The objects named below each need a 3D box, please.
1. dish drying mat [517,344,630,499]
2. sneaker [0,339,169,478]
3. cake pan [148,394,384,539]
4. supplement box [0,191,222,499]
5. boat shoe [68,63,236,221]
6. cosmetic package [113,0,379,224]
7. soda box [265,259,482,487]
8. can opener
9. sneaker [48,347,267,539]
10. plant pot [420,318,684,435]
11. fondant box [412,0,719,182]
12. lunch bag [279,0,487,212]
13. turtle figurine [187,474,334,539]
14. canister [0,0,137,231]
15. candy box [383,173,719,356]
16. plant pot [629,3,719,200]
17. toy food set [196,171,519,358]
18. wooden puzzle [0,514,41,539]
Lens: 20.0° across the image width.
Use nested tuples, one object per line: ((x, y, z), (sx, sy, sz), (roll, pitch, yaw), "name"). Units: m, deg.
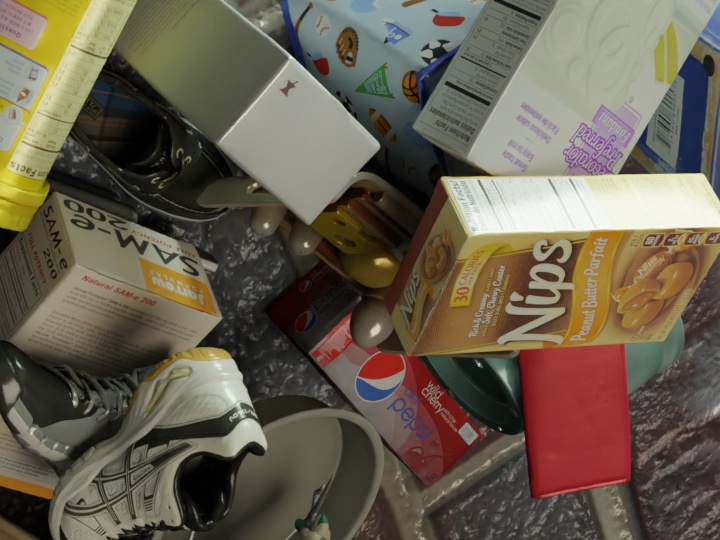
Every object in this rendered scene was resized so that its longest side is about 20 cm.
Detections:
((0.149, 0.069, 1.439), (0.077, 0.018, 0.200), (-10, 118, -6), "dish drying mat")
((-0.165, 0.076, 1.314), (0.115, 0.075, 0.200), (-30, 150, -2), "sneaker")
((-0.074, 0.166, 1.419), (0.200, 0.037, 0.200), (-26, 140, -24), "cake pan")
((-0.207, 0.054, 1.372), (0.126, 0.074, 0.200), (23, 121, -41), "supplement box")
((-0.148, -0.084, 1.372), (0.069, 0.057, 0.200), (-50, 132, 2), "boat shoe")
((-0.085, -0.121, 1.295), (0.071, 0.200, 0.101), (-48, 132, 0), "cosmetic package")
((0.013, 0.081, 1.574), (0.063, 0.070, 0.200), (-43, 132, -5), "soda box")
((-0.184, -0.022, 1.387), (0.200, 0.053, 0.067), (19, 100, -39), "can opener")
((-0.129, 0.140, 1.283), (0.076, 0.088, 0.200), (-5, 142, -43), "sneaker")
((0.122, 0.037, 1.520), (0.134, 0.200, 0.200), (-42, 133, -18), "plant pot")
((0.139, -0.141, 1.316), (0.144, 0.058, 0.200), (30, 92, -48), "fondant box")
((0.046, -0.105, 1.413), (0.124, 0.170, 0.200), (-34, 133, -18), "lunch bag")
((-0.072, 0.234, 1.381), (0.150, 0.101, 0.200), (-10, 138, -38), "turtle figurine")
((-0.223, -0.146, 1.240), (0.148, 0.087, 0.200), (28, 100, -9), "canister")
((0.127, -0.004, 1.315), (0.200, 0.055, 0.116), (-3, 138, -27), "candy box")
((0.309, -0.142, 1.559), (0.180, 0.200, 0.200), (-13, 124, -19), "plant pot")
((0.000, 0.000, 1.390), (0.200, 0.143, 0.060), (38, 66, -35), "toy food set")
((-0.249, 0.278, 1.471), (0.200, 0.185, 0.046), (-65, 167, 18), "wooden puzzle")
